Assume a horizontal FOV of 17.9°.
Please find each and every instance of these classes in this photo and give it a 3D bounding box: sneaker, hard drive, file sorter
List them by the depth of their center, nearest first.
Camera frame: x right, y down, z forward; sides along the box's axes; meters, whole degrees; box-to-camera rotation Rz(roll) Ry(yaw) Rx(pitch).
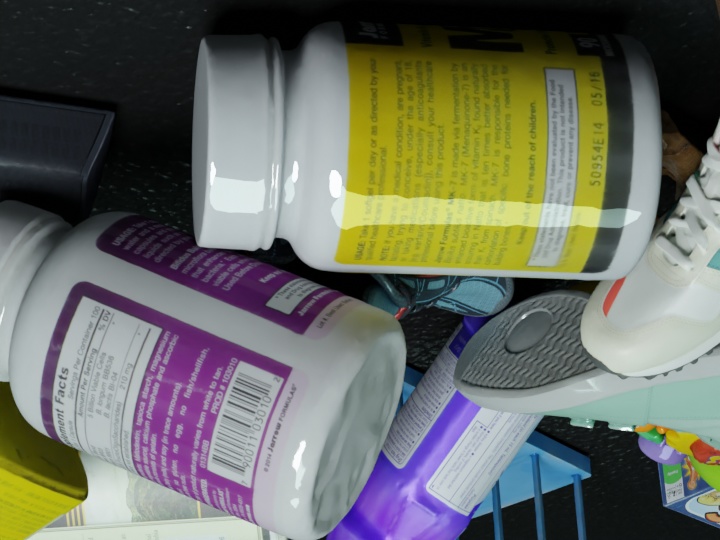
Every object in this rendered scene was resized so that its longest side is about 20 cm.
[{"bbox_3d":[0.172,-0.039,1.061,0.200,0.070,0.093,-39,136,-4],"label":"sneaker"},{"bbox_3d":[-0.204,-0.022,1.140,0.135,0.042,0.200,7,150,-18],"label":"hard drive"},{"bbox_3d":[0.000,0.000,1.144,0.200,0.096,0.079,22,143,-37],"label":"sneaker"},{"bbox_3d":[0.148,0.068,1.160,0.200,0.074,0.118,-7,136,39],"label":"sneaker"},{"bbox_3d":[0.036,0.162,1.417,0.139,0.123,0.200,-24,144,33],"label":"file sorter"}]

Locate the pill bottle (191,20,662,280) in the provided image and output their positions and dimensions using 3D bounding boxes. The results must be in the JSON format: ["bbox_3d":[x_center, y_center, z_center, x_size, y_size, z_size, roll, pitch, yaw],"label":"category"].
[{"bbox_3d":[0.026,-0.054,1.030,0.199,0.115,0.114,2,151,-9],"label":"pill bottle"}]

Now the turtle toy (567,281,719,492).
[{"bbox_3d":[0.201,0.062,1.267,0.145,0.101,0.200,-12,157,16],"label":"turtle toy"}]

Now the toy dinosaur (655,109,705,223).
[{"bbox_3d":[0.203,-0.022,1.153,0.200,0.061,0.106,18,135,-30],"label":"toy dinosaur"}]

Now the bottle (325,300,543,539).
[{"bbox_3d":[0.040,0.109,1.260,0.065,0.200,0.084,34,-175,-9],"label":"bottle"}]

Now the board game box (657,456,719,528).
[{"bbox_3d":[0.310,0.143,1.498,0.200,0.035,0.135,23,142,-39],"label":"board game box"}]

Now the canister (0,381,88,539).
[{"bbox_3d":[-0.252,0.127,1.140,0.200,0.087,0.149,-33,155,8],"label":"canister"}]

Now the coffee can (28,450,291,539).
[{"bbox_3d":[-0.139,0.111,1.283,0.199,0.147,0.146,-4,151,1],"label":"coffee can"}]

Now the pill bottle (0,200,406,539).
[{"bbox_3d":[-0.089,0.039,1.047,0.200,0.112,0.112,21,156,17],"label":"pill bottle"}]

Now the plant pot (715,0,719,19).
[{"bbox_3d":[0.192,-0.158,0.819,0.186,0.187,0.200,-16,134,22],"label":"plant pot"}]
